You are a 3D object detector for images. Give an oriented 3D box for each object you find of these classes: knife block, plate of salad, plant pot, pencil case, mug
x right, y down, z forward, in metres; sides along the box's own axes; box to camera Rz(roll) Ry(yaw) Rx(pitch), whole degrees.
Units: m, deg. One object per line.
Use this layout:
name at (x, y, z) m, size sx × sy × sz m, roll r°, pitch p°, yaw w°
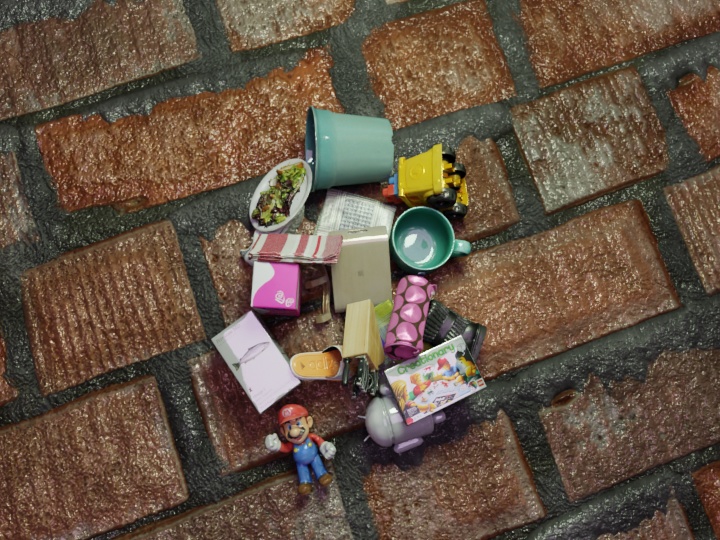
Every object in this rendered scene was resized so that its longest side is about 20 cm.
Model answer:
knife block at (-0.004, 0.177, 1.285) m, size 0.063 × 0.175 × 0.204 m, roll -13°, pitch 89°, yaw 17°
plate of salad at (-0.199, -0.188, 1.376) m, size 0.197 × 0.048 × 0.203 m, roll -18°, pitch 55°, yaw 28°
plant pot at (-0.028, -0.293, 1.392) m, size 0.192 × 0.200 × 0.204 m, roll -3°, pitch 80°, yaw -12°
pencil case at (0.114, 0.107, 1.301) m, size 0.092 × 0.091 × 0.202 m, roll 11°, pitch 55°, yaw 8°
mug at (0.156, -0.056, 1.395) m, size 0.185 × 0.114 × 0.152 m, roll 42°, pitch 80°, yaw 3°

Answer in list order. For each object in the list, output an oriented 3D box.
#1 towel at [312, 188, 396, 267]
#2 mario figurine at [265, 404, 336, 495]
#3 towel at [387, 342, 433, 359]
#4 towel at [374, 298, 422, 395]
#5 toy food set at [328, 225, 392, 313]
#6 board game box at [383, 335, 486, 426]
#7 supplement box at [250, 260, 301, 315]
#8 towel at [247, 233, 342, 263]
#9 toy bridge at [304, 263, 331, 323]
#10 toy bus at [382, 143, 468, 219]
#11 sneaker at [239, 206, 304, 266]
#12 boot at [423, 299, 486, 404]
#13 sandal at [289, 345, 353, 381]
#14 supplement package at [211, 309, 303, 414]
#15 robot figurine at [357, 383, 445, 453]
towel at (-0.021, -0.092, 1.430) m, size 0.189 × 0.035 × 0.204 m, roll 16°, pitch 80°, yaw -1°
mario figurine at (-0.136, 0.403, 1.300) m, size 0.122 × 0.105 × 0.203 m, roll -21°, pitch 90°, yaw -42°
towel at (0.167, 0.214, 1.402) m, size 0.197 × 0.018 × 0.088 m, roll -20°, pitch 88°, yaw -8°
towel at (0.063, 0.187, 1.368) m, size 0.142 × 0.023 × 0.202 m, roll -31°, pitch 83°, yaw 17°
toy food set at (0.000, 0.000, 1.383) m, size 0.140 × 0.060 × 0.204 m, roll -5°, pitch 104°, yaw -2°
board game box at (0.165, 0.244, 1.279) m, size 0.197 × 0.035 × 0.128 m, roll -24°, pitch 73°, yaw -9°
supplement box at (-0.188, 0.045, 1.311) m, size 0.099 × 0.200 × 0.106 m, roll 4°, pitch 80°, yaw -3°
towel at (-0.141, -0.054, 1.273) m, size 0.196 × 0.145 × 0.023 m, roll 2°, pitch 113°, yaw 2°
toy bridge at (-0.104, 0.027, 1.389) m, size 0.067 × 0.027 × 0.204 m, roll -23°, pitch 99°, yaw -51°
toy bus at (0.159, -0.199, 1.409) m, size 0.189 × 0.199 × 0.138 m, roll -10°, pitch 70°, yaw 27°
sneaker at (-0.212, -0.096, 1.402) m, size 0.080 × 0.077 × 0.201 m, roll 34°, pitch 78°, yaw 13°
boot at (0.194, 0.192, 1.358) m, size 0.156 × 0.079 × 0.214 m, roll 23°, pitch 77°, yaw -6°
sandal at (-0.066, 0.213, 1.310) m, size 0.204 × 0.059 × 0.081 m, roll 0°, pitch 68°, yaw -45°
supplement package at (-0.234, 0.210, 1.322) m, size 0.116 × 0.117 × 0.201 m, roll -36°, pitch 84°, yaw -7°
robot figurine at (0.094, 0.336, 1.325) m, size 0.196 × 0.113 × 0.173 m, roll -16°, pitch 98°, yaw -6°
